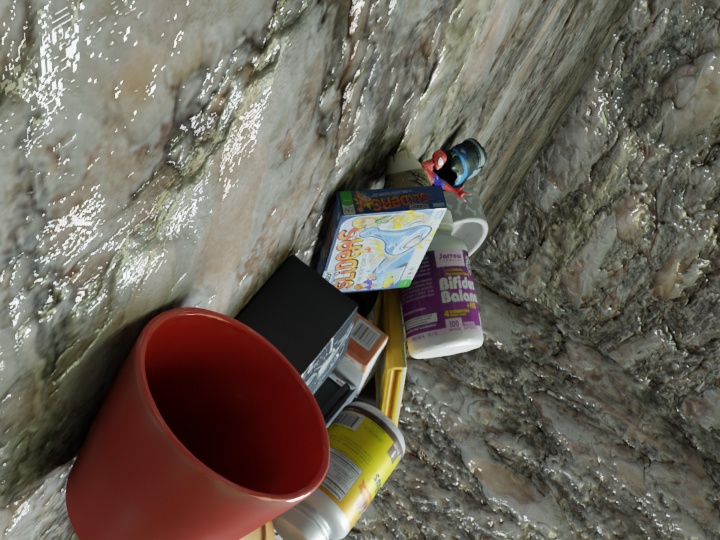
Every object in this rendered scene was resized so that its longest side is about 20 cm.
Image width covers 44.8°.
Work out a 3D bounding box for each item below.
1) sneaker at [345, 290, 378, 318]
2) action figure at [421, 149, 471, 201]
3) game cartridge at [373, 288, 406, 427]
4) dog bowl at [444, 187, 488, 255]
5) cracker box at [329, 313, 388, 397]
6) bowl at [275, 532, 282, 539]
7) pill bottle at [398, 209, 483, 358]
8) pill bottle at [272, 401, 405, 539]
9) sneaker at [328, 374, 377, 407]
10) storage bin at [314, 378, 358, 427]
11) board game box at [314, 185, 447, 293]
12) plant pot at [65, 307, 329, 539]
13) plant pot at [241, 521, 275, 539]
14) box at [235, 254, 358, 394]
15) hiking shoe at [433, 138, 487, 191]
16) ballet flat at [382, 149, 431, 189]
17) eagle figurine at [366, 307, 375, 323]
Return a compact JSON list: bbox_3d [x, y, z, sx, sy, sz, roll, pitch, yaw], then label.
[{"bbox_3d":[0.000,0.000,1.255,0.084,0.076,0.202,-54,165,-60],"label":"sneaker"},{"bbox_3d":[0.094,-0.088,1.360,0.202,0.098,0.065,-60,170,20],"label":"action figure"},{"bbox_3d":[0.040,0.117,1.330,0.178,0.032,0.202,95,-8,-48],"label":"game cartridge"},{"bbox_3d":[0.131,-0.055,1.503,0.198,0.059,0.201,-24,156,-11],"label":"dog bowl"},{"bbox_3d":[-0.035,0.104,1.273,0.058,0.133,0.200,-50,171,-19],"label":"cracker box"},{"bbox_3d":[-0.220,0.407,1.464,0.198,0.095,0.202,-21,-154,11],"label":"bowl"},{"bbox_3d":[0.109,0.018,1.267,0.110,0.204,0.112,-9,168,-2],"label":"pill bottle"},{"bbox_3d":[-0.032,0.284,1.189,0.200,0.109,0.110,-48,170,-32],"label":"pill bottle"},{"bbox_3d":[-0.017,0.158,1.433,0.076,0.199,0.092,5,114,-57],"label":"sneaker"},{"bbox_3d":[-0.120,0.218,1.265,0.200,0.134,0.146,-42,166,-47],"label":"storage bin"},{"bbox_3d":[0.019,-0.035,1.109,0.133,0.035,0.201,-5,152,-14],"label":"board game box"},{"bbox_3d":[-0.155,0.165,0.771,0.177,0.201,0.200,-46,174,24],"label":"plant pot"},{"bbox_3d":[-0.214,0.321,1.059,0.201,0.199,0.141,-50,153,-21],"label":"plant pot"},{"bbox_3d":[-0.107,0.116,1.052,0.201,0.104,0.183,-51,169,-21],"label":"box"},{"bbox_3d":[0.137,-0.142,1.502,0.086,0.075,0.201,-19,147,-39],"label":"hiking shoe"},{"bbox_3d":[0.062,-0.122,1.167,0.200,0.067,0.077,-12,93,-82],"label":"ballet flat"},{"bbox_3d":[0.014,0.097,1.540,0.201,0.152,0.150,-50,151,13],"label":"eagle figurine"}]
